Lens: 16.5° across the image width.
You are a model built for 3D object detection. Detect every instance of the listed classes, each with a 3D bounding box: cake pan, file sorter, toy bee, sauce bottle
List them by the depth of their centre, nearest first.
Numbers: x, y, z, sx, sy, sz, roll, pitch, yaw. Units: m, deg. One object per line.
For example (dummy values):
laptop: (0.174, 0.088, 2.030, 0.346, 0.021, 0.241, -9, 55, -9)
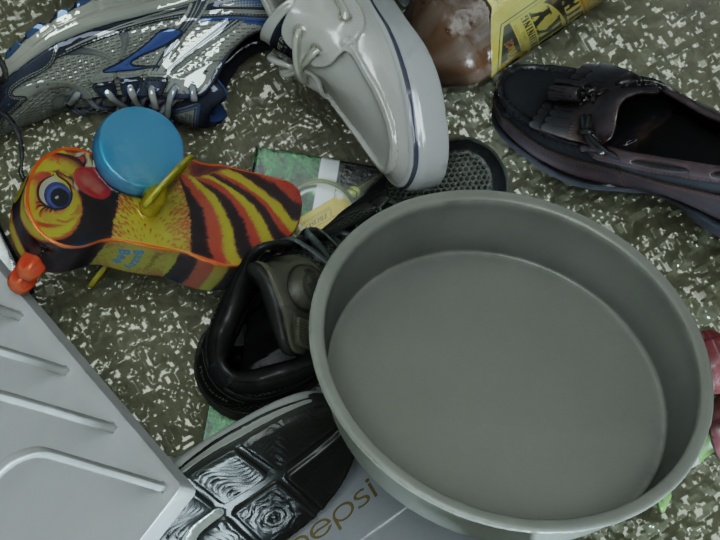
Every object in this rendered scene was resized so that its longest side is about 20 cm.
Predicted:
cake pan: (0.070, 0.049, 1.197, 0.200, 0.037, 0.200, 8, 51, -10)
file sorter: (-0.209, 0.086, 1.202, 0.139, 0.124, 0.200, -52, 55, 11)
toy bee: (-0.136, -0.026, 1.279, 0.200, 0.131, 0.109, 12, 62, 7)
sauce bottle: (0.072, -0.143, 1.344, 0.200, 0.065, 0.065, -35, 83, -4)

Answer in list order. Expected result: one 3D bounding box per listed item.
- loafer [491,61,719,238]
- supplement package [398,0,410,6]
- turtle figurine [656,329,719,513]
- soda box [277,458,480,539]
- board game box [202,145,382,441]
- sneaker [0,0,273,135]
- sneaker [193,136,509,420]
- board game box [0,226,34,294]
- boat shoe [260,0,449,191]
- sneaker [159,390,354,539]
loafer: (0.156, -0.073, 1.301, 0.200, 0.063, 0.072, 26, 62, 26)
supplement package: (0.062, -0.272, 1.317, 0.200, 0.152, 0.151, -35, 84, -6)
turtle figurine: (0.238, 0.069, 1.273, 0.194, 0.144, 0.200, -22, 78, -1)
soda box: (-0.022, 0.156, 1.265, 0.200, 0.068, 0.064, -37, 39, 2)
board game box: (-0.023, 0.039, 1.333, 0.105, 0.023, 0.200, 9, 81, 2)
sneaker: (-0.111, -0.111, 1.330, 0.200, 0.077, 0.085, -26, 87, -5)
sneaker: (0.000, 0.000, 1.272, 0.199, 0.114, 0.076, -36, 85, -8)
board game box: (-0.281, -0.047, 1.335, 0.135, 0.035, 0.200, -27, 83, -5)
boat shoe: (-0.019, -0.125, 1.269, 0.066, 0.072, 0.200, -14, 72, -26)
sneaker: (-0.099, 0.102, 1.262, 0.200, 0.076, 0.115, -36, 40, 9)
